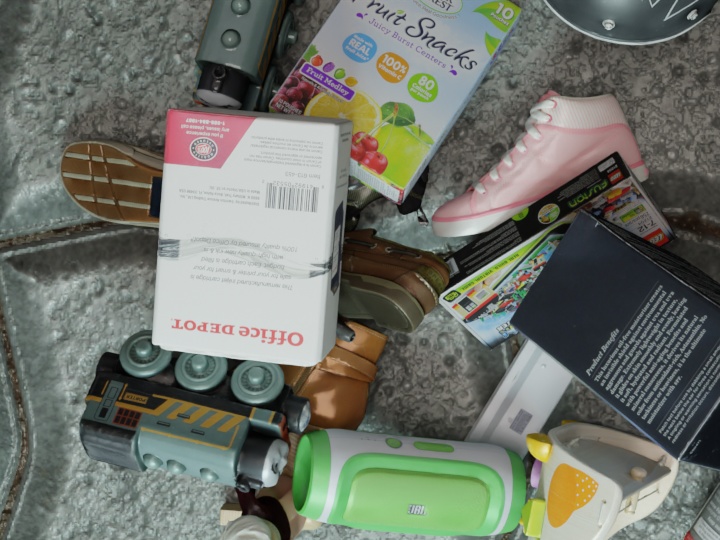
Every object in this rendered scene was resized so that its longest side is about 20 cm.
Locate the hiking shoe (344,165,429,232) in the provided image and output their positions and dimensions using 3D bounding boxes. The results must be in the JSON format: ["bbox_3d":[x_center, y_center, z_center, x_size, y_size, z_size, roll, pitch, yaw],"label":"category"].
[{"bbox_3d":[-0.035,-0.081,1.337,0.200,0.076,0.101,1,93,7],"label":"hiking shoe"}]

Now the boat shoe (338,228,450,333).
[{"bbox_3d":[0.000,0.000,1.310,0.200,0.072,0.068,22,61,43],"label":"boat shoe"}]

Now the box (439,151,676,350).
[{"bbox_3d":[0.169,-0.014,1.295,0.200,0.110,0.035,-33,47,15],"label":"box"}]

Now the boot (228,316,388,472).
[{"bbox_3d":[-0.084,0.089,1.368,0.200,0.077,0.155,25,93,15],"label":"boot"}]

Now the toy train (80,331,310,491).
[{"bbox_3d":[-0.148,0.128,1.279,0.200,0.085,0.114,13,56,12],"label":"toy train"}]

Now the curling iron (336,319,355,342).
[{"bbox_3d":[-0.090,0.016,1.351,0.200,0.050,0.026,32,95,18],"label":"curling iron"}]

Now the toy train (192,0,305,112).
[{"bbox_3d":[-0.099,-0.226,1.298,0.085,0.114,0.200,17,85,7],"label":"toy train"}]

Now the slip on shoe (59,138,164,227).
[{"bbox_3d":[-0.190,-0.078,1.370,0.200,0.061,0.076,11,97,25],"label":"slip on shoe"}]

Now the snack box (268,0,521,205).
[{"bbox_3d":[0.030,-0.180,1.291,0.142,0.053,0.200,32,77,5],"label":"snack box"}]

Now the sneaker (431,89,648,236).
[{"bbox_3d":[0.149,-0.101,1.308,0.200,0.075,0.105,-18,98,2],"label":"sneaker"}]

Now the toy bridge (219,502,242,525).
[{"bbox_3d":[-0.106,0.321,1.419,0.067,0.027,0.200,4,97,5],"label":"toy bridge"}]

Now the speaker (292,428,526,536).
[{"bbox_3d":[0.044,0.191,1.317,0.200,0.088,0.089,7,98,-15],"label":"speaker"}]

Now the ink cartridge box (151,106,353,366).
[{"bbox_3d":[-0.089,-0.031,1.226,0.145,0.084,0.200,6,98,8],"label":"ink cartridge box"}]

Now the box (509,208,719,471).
[{"bbox_3d":[0.266,0.067,1.213,0.198,0.200,0.123,41,104,38],"label":"box"}]

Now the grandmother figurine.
[{"bbox_3d":[-0.081,0.224,1.316,0.061,0.200,0.121,-34,91,11],"label":"grandmother figurine"}]

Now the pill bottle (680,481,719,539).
[{"bbox_3d":[0.380,0.197,1.290,0.114,0.114,0.200,31,100,4],"label":"pill bottle"}]

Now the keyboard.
[{"bbox_3d":[0.144,0.138,1.372,0.056,0.011,0.200,30,100,-2],"label":"keyboard"}]

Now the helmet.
[{"bbox_3d":[0.230,-0.287,1.215,0.200,0.191,0.200,1,96,8],"label":"helmet"}]

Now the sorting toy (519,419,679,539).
[{"bbox_3d":[0.185,0.236,1.297,0.107,0.200,0.180,22,100,24],"label":"sorting toy"}]
